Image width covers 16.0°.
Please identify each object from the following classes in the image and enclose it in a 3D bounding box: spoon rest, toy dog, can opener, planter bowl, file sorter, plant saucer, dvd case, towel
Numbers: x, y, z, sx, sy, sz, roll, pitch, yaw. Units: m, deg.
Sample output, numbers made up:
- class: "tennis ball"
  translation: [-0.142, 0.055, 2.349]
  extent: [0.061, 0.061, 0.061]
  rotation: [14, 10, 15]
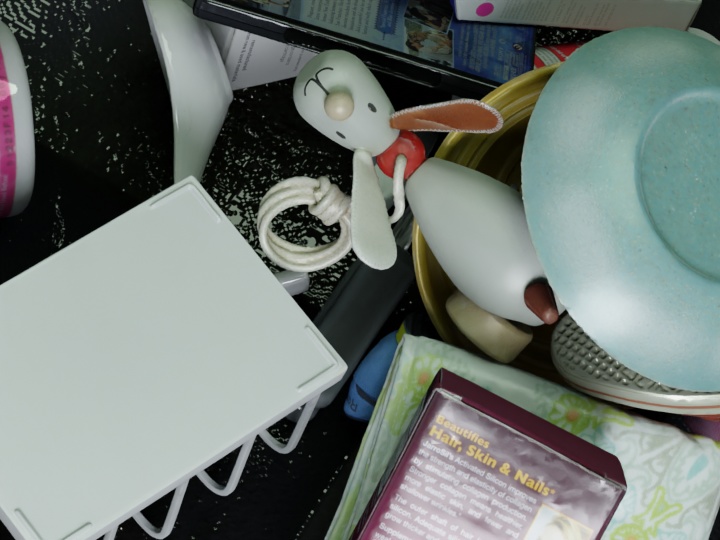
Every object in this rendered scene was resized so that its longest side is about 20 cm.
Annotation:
- class: "spoon rest"
  translation: [-0.093, -0.072, 1.501]
  extent: [0.060, 0.099, 0.201]
  rotation: [-22, 79, -6]
- class: "toy dog"
  translation: [0.047, -0.028, 1.348]
  extent: [0.199, 0.132, 0.096]
  rotation: [21, 12, -8]
- class: "can opener"
  translation: [0.000, 0.000, 1.497]
  extent: [0.066, 0.053, 0.200]
  rotation: [34, 59, -7]
- class: "planter bowl"
  translation: [0.125, -0.027, 1.445]
  extent: [0.200, 0.201, 0.083]
  rotation: [14, 13, -7]
- class: "file sorter"
  translation: [-0.136, 0.075, 1.371]
  extent: [0.200, 0.125, 0.139]
  rotation: [-32, 73, -29]
- class: "plant saucer"
  translation: [0.179, -0.038, 1.343]
  extent: [0.200, 0.039, 0.202]
  rotation: [8, 72, -26]
- class: "dvd case"
  translation: [0.007, -0.164, 1.496]
  extent: [0.199, 0.018, 0.143]
  rotation: [17, 40, -7]
- class: "towel"
  translation: [0.085, 0.143, 1.391]
  extent: [0.199, 0.048, 0.172]
  rotation: [20, 89, -3]

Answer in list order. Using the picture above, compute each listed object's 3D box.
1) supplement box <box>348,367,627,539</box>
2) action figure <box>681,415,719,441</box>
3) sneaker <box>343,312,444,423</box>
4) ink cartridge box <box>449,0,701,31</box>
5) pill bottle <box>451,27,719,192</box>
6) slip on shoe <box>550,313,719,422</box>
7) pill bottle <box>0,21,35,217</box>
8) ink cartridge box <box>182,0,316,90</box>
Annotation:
- class: "supplement box"
  translation: [0.043, 0.165, 1.321]
  extent: [0.110, 0.086, 0.201]
  rotation: [27, 96, 0]
- class: "action figure"
  translation: [0.261, 0.118, 1.436]
  extent: [0.133, 0.149, 0.200]
  rotation: [-15, 34, -2]
- class: "sneaker"
  translation: [0.082, 0.109, 1.456]
  extent: [0.200, 0.079, 0.066]
  rotation: [35, 19, -4]
- class: "ink cartridge box"
  translation: [0.097, -0.186, 1.519]
  extent: [0.199, 0.037, 0.095]
  rotation: [4, 44, -26]
- class: "pill bottle"
  translation: [0.164, -0.088, 1.560]
  extent: [0.199, 0.112, 0.113]
  rotation: [-10, 62, -20]
- class: "slip on shoe"
  translation: [0.201, 0.058, 1.395]
  extent: [0.199, 0.061, 0.074]
  rotation: [5, 55, -1]
- class: "pill bottle"
  translation: [-0.289, -0.076, 1.428]
  extent: [0.199, 0.113, 0.114]
  rotation: [-7, 62, -19]
- class: "ink cartridge box"
  translation: [-0.019, -0.207, 1.599]
  extent: [0.199, 0.084, 0.145]
  rotation: [-14, 65, -23]
